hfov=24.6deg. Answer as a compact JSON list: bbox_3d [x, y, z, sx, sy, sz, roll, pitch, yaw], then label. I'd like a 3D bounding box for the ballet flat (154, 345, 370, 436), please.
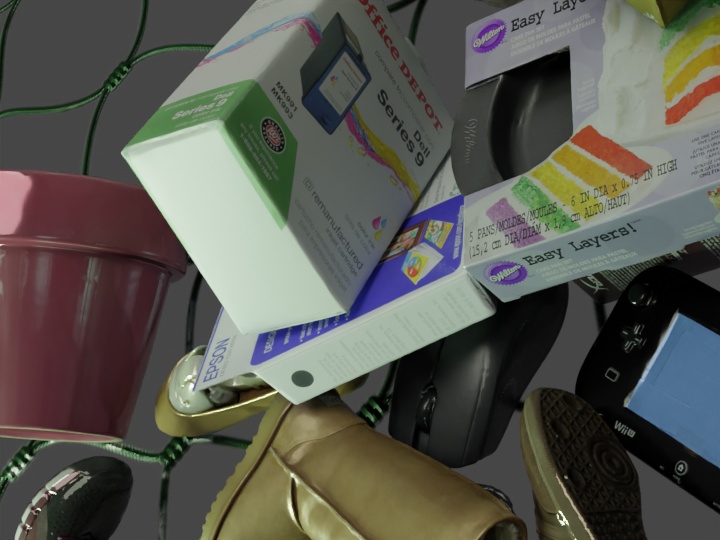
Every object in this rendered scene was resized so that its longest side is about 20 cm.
[{"bbox_3d":[-0.083,0.068,1.149,0.200,0.063,0.069,-18,56,34],"label":"ballet flat"}]

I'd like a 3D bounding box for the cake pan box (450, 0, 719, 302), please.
[{"bbox_3d":[0.146,-0.092,0.944,0.200,0.052,0.184,-18,50,32],"label":"cake pan box"}]

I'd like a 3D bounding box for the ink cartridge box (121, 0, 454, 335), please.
[{"bbox_3d":[-0.036,-0.081,1.032,0.087,0.145,0.200,-15,28,35],"label":"ink cartridge box"}]

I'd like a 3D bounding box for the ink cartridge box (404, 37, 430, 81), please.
[{"bbox_3d":[-0.037,-0.084,1.204,0.200,0.039,0.100,-24,50,15],"label":"ink cartridge box"}]

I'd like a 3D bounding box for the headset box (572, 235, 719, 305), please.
[{"bbox_3d":[0.208,-0.083,0.976,0.200,0.075,0.149,-19,52,32],"label":"headset box"}]

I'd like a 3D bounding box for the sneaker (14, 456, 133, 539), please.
[{"bbox_3d":[-0.208,0.234,1.158,0.200,0.076,0.116,-52,46,18],"label":"sneaker"}]

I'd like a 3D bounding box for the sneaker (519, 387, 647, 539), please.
[{"bbox_3d":[0.118,0.158,0.901,0.076,0.070,0.200,-49,43,32],"label":"sneaker"}]

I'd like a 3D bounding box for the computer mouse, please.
[{"bbox_3d":[0.064,0.065,1.027,0.138,0.053,0.200,11,72,46],"label":"computer mouse"}]

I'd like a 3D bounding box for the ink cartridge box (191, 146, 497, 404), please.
[{"bbox_3d":[0.000,0.000,1.067,0.200,0.043,0.198,-23,26,22],"label":"ink cartridge box"}]

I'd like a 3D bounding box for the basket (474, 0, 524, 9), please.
[{"bbox_3d":[0.097,-0.251,1.079,0.136,0.200,0.123,-54,45,28],"label":"basket"}]

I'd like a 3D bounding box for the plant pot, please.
[{"bbox_3d":[-0.230,0.033,1.224,0.200,0.200,0.179,-6,76,40],"label":"plant pot"}]

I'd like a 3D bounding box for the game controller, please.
[{"bbox_3d":[0.202,0.074,0.907,0.104,0.042,0.200,-55,42,-1],"label":"game controller"}]

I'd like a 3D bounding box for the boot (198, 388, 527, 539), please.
[{"bbox_3d":[-0.008,0.175,0.995,0.200,0.066,0.175,34,109,45],"label":"boot"}]

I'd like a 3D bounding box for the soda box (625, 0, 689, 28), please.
[{"bbox_3d":[0.109,-0.223,0.915,0.200,0.064,0.068,40,93,18],"label":"soda box"}]
